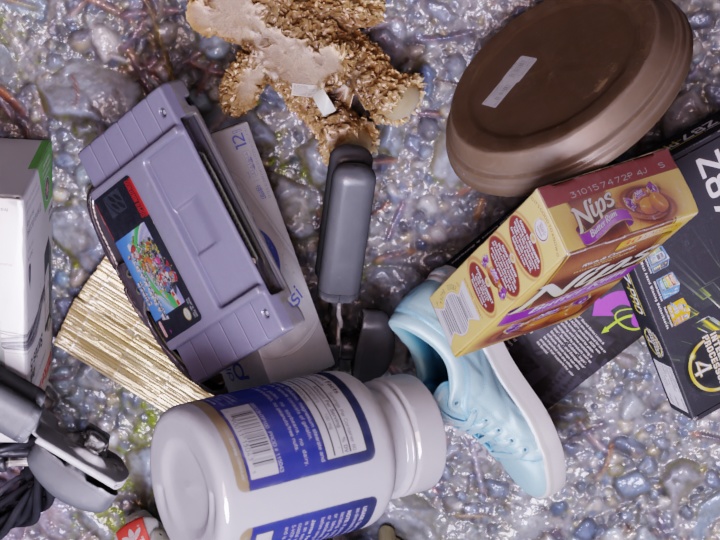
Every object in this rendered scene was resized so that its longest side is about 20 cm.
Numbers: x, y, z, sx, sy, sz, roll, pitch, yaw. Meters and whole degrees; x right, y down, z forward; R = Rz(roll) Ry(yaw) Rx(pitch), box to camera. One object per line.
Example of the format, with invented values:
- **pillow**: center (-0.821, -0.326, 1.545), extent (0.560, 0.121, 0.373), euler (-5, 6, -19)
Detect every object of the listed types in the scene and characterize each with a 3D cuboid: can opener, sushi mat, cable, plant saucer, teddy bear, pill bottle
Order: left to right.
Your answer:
- **cable**: center (-0.320, 0.180, 1.633), extent (0.199, 0.163, 0.051), euler (-26, 67, 33)
- **can opener**: center (-0.262, 0.115, 1.500), extent (0.199, 0.053, 0.067), euler (31, 106, -12)
- **sushi mat**: center (-0.145, 0.072, 1.649), extent (0.199, 0.012, 0.096), euler (33, 109, -8)
- **pill bottle**: center (-0.042, 0.139, 1.485), extent (0.199, 0.119, 0.121), euler (-10, 114, -31)
- **teddy bear**: center (-0.042, -0.165, 1.534), extent (0.199, 0.067, 0.145), euler (27, 119, -13)
- **can opener**: center (0.000, 0.000, 1.567), extent (0.066, 0.054, 0.201), euler (3, 123, -8)
- **plant saucer**: center (0.143, -0.136, 1.453), extent (0.199, 0.201, 0.030), euler (-30, 126, 14)

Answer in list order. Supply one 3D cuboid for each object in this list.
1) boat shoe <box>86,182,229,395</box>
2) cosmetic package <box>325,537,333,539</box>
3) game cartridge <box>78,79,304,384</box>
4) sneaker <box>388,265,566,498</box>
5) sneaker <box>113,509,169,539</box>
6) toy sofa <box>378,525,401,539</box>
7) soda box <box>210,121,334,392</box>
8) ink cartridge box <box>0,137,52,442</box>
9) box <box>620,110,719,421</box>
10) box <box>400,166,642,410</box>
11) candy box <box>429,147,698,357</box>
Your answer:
- **boat shoe**: center (-0.149, 0.010, 1.590), extent (0.072, 0.065, 0.201), euler (-29, 99, 5)
- **cosmetic package**: center (-0.079, 0.225, 1.599), extent (0.106, 0.200, 0.091), euler (16, 102, -4)
- **game cartridge**: center (-0.130, -0.025, 1.505), extent (0.129, 0.038, 0.201), euler (-31, 85, 42)
- **sneaker**: center (0.082, 0.101, 1.562), extent (0.082, 0.074, 0.201), euler (-34, 99, -24)
- **sneaker**: center (-0.172, 0.253, 1.624), extent (0.070, 0.200, 0.094), euler (-25, 101, 2)
- **toy sofa**: center (-0.020, 0.311, 1.691), extent (0.097, 0.083, 0.201), euler (30, 110, -10)
- **soda box**: center (-0.092, -0.007, 1.550), extent (0.068, 0.063, 0.202), euler (-12, 99, 55)
- **ink cartridge box**: center (-0.287, 0.013, 1.566), extent (0.083, 0.146, 0.202), euler (2, 111, -1)
- **box**: center (0.277, -0.011, 1.544), extent (0.160, 0.049, 0.201), euler (-27, 108, -12)
- **box**: center (0.150, 0.018, 1.597), extent (0.200, 0.036, 0.143), euler (-39, 104, 17)
- **candy box**: center (0.141, -0.009, 1.452), extent (0.116, 0.200, 0.057), euler (-17, 73, -26)
